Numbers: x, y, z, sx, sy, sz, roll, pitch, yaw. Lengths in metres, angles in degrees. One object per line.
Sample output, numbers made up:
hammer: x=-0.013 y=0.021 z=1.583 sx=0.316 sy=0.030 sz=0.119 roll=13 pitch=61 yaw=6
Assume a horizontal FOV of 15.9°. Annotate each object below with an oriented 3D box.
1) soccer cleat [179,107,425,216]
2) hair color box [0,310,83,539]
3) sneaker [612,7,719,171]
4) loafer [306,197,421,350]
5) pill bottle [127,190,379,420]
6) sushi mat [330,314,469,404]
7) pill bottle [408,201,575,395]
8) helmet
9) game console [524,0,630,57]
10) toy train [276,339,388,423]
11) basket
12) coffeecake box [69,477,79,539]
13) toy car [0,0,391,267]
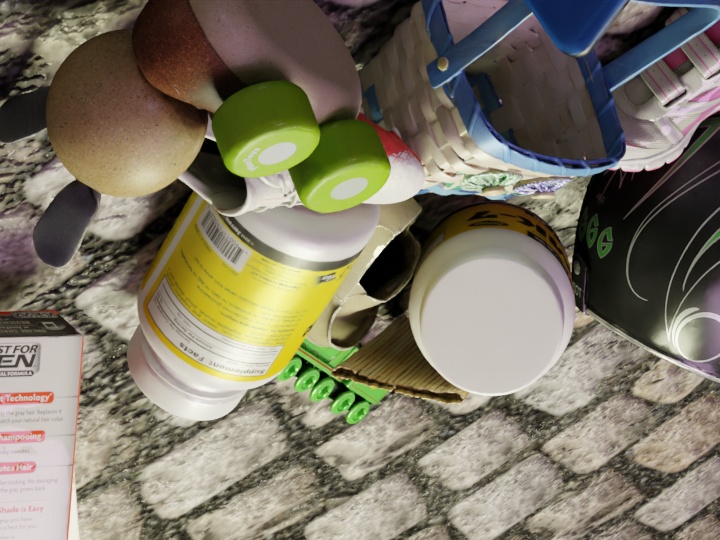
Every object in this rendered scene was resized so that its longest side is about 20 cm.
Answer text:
soccer cleat: x=-0.052 y=-0.063 z=1.541 sx=0.200 sy=0.085 sz=0.069 roll=17 pitch=137 yaw=-25
hair color box: x=-0.238 y=0.129 z=1.633 sx=0.101 sy=0.061 sz=0.201 roll=0 pitch=105 yaw=-25
sneaker: x=0.226 y=-0.143 z=1.787 sx=0.200 sy=0.081 sz=0.088 roll=-30 pitch=150 yaw=-19
loafer: x=0.000 y=0.000 z=1.771 sx=0.076 sy=0.068 sz=0.200 roll=-45 pitch=160 yaw=-27
pill bottle: x=-0.076 y=0.004 z=1.669 sx=0.112 sy=0.113 sz=0.200 roll=-8 pitch=146 yaw=-39
sushi mat: x=0.047 y=0.063 z=1.854 sx=0.200 sy=0.095 sz=0.012 roll=-34 pitch=136 yaw=-74
pill bottle: x=0.091 y=0.020 z=1.777 sx=0.114 sy=0.114 sz=0.200 roll=-36 pitch=-174 yaw=8
helmet: x=0.261 y=-0.032 z=1.878 sx=0.200 sy=0.200 sz=0.191 roll=10 pitch=110 yaw=-53
game console: x=0.141 y=-0.244 z=1.380 sx=0.170 sy=0.200 sz=0.118 roll=-24 pitch=154 yaw=-15
toy train: x=-0.029 y=0.065 z=1.905 sx=0.056 sy=0.042 sz=0.200 roll=-45 pitch=152 yaw=4
basket: x=0.111 y=-0.126 z=1.614 sx=0.176 sy=0.139 sz=0.200 roll=1 pitch=149 yaw=-45
coffeecake box: x=-0.277 y=0.156 z=1.759 sx=0.153 sy=0.073 sz=0.200 roll=-23 pitch=152 yaw=-17
toy car: x=-0.112 y=-0.088 z=1.438 sx=0.200 sy=0.165 sz=0.158 roll=-31 pitch=155 yaw=20
